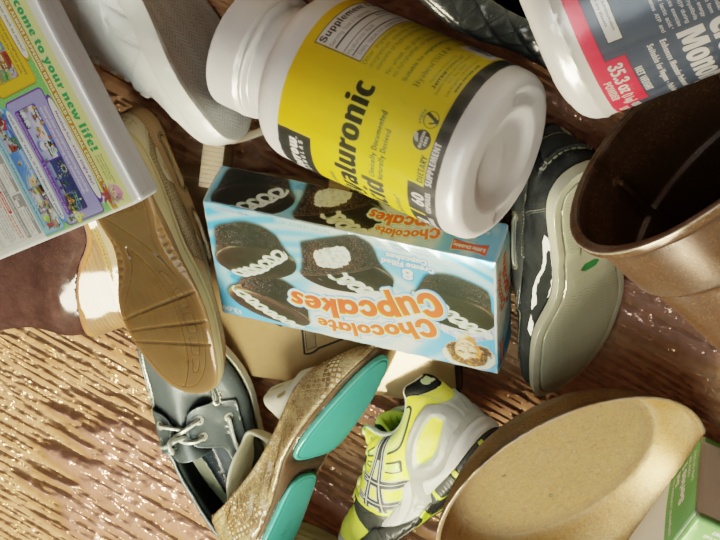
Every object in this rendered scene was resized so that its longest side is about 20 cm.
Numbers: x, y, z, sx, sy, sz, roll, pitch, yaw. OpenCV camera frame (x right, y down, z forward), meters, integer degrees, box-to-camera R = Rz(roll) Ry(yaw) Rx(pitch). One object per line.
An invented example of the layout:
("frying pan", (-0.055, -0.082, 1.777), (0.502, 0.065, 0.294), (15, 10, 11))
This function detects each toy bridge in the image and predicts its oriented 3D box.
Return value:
("toy bridge", (-0.008, -0.072, 1.485), (0.199, 0.027, 0.068), (10, 102, 16))

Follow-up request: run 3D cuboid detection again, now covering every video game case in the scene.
("video game case", (-0.240, -0.115, 1.491), (0.182, 0.022, 0.201), (-19, 102, 44))

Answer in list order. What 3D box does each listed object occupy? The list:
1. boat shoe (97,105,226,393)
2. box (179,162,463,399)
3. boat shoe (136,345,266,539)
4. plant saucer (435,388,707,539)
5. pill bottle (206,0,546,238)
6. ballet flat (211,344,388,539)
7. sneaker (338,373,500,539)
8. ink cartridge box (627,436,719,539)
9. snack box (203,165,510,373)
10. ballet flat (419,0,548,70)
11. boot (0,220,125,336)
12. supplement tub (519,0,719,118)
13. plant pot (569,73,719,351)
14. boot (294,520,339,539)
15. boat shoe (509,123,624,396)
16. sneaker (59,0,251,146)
("boat shoe", (-0.128, -0.013, 1.529), (0.071, 0.065, 0.201), (-3, 115, 30))
("box", (-0.028, 0.009, 1.560), (0.199, 0.021, 0.164), (8, 124, 18))
("boat shoe", (-0.112, 0.116, 1.620), (0.072, 0.062, 0.201), (-2, 131, 27))
("plant saucer", (0.136, 0.140, 1.515), (0.199, 0.036, 0.201), (-16, 141, -14))
("pill bottle", (0.006, -0.106, 1.404), (0.199, 0.111, 0.112), (26, 129, 25))
("ballet flat", (-0.051, 0.120, 1.577), (0.065, 0.070, 0.201), (40, 111, 26))
("sneaker", (0.034, 0.137, 1.588), (0.077, 0.075, 0.200), (51, 139, 10))
("ink cartridge box", (0.247, 0.231, 1.543), (0.144, 0.084, 0.200), (24, 127, -7))
("snack box", (0.000, 0.000, 1.486), (0.199, 0.037, 0.116), (12, 142, 14))
("ballet flat", (0.095, -0.162, 1.361), (0.199, 0.067, 0.057), (25, 117, -21))
("boot", (-0.239, -0.035, 1.584), (0.166, 0.072, 0.201), (-4, 123, 22))
("supplement tub", (0.190, -0.181, 1.255), (0.199, 0.141, 0.141), (-21, 113, 14))
("plant pot", (0.263, -0.020, 1.331), (0.200, 0.201, 0.198), (-32, 114, 34))
("boot", (0.006, 0.276, 1.625), (0.199, 0.156, 0.073), (27, 123, -13))
("boat shoe", (0.129, -0.004, 1.474), (0.068, 0.072, 0.201), (45, 147, 40))
("sneaker", (-0.163, -0.153, 1.485), (0.115, 0.074, 0.200), (-29, 98, 36))
